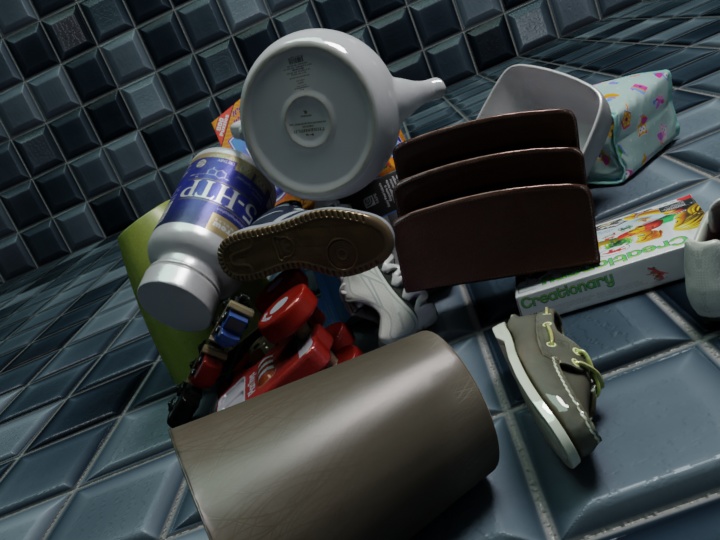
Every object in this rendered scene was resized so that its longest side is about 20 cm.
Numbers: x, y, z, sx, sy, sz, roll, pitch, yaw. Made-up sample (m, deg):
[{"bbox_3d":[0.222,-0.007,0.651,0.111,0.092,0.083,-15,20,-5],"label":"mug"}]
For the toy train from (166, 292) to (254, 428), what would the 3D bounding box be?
[{"bbox_3d":[-0.172,0.106,0.812,0.202,0.034,0.046,-57,19,26],"label":"toy train"}]

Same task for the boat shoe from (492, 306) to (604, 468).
[{"bbox_3d":[0.148,0.078,0.555,0.059,0.073,0.202,-26,12,8],"label":"boat shoe"}]

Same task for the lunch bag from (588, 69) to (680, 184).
[{"bbox_3d":[0.338,-0.208,1.074,0.169,0.124,0.198,-35,26,-31],"label":"lunch bag"}]

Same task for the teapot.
[{"bbox_3d":[-0.038,-0.182,0.839,0.199,0.199,0.146,-55,-3,27],"label":"teapot"}]

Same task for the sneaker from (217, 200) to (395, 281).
[{"bbox_3d":[-0.047,-0.039,0.782,0.196,0.072,0.108,-6,16,21],"label":"sneaker"}]

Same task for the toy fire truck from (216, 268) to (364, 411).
[{"bbox_3d":[-0.093,0.099,0.786,0.167,0.113,0.200,-40,16,0],"label":"toy fire truck"}]

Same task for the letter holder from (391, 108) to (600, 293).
[{"bbox_3d":[0.131,-0.076,0.742,0.196,0.145,0.101,-9,20,15],"label":"letter holder"}]

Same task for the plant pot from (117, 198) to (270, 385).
[{"bbox_3d":[-0.231,0.014,0.976,0.186,0.202,0.187,-35,7,5],"label":"plant pot"}]

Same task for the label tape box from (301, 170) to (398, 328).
[{"bbox_3d":[0.002,-0.021,0.913,0.197,0.147,0.063,-24,-14,3],"label":"label tape box"}]

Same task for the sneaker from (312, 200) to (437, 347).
[{"bbox_3d":[0.000,0.000,0.832,0.081,0.201,0.075,-38,-19,-7],"label":"sneaker"}]

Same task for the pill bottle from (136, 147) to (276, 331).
[{"bbox_3d":[-0.182,-0.036,0.858,0.118,0.120,0.203,-13,44,33],"label":"pill bottle"}]

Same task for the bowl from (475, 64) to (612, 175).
[{"bbox_3d":[0.236,-0.160,0.974,0.200,0.074,0.203,40,107,50],"label":"bowl"}]

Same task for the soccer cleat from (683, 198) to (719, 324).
[{"bbox_3d":[0.333,-0.035,0.611,0.199,0.088,0.069,-36,21,-35],"label":"soccer cleat"}]

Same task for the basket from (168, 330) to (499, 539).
[{"bbox_3d":[-0.014,0.135,0.510,0.197,0.138,0.180,-25,29,-17],"label":"basket"}]

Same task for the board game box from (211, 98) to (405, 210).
[{"bbox_3d":[-0.051,-0.159,1.035,0.198,0.203,0.199,-33,-21,19],"label":"board game box"}]

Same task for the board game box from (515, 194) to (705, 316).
[{"bbox_3d":[0.256,-0.013,0.743,0.196,0.035,0.127,-19,18,18],"label":"board game box"}]
